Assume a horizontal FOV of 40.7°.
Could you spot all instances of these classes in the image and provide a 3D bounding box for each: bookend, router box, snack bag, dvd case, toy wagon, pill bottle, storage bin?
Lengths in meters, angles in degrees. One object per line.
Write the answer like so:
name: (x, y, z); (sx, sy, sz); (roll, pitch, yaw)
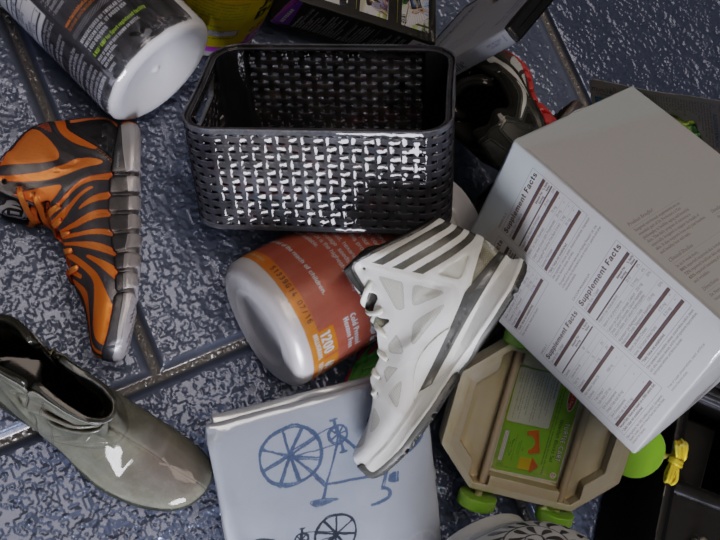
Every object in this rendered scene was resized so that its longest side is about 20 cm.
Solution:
bookend: (0.324, 0.224, 0.867); (0.198, 0.092, 0.200); (23, 71, -13)
router box: (-0.003, -0.307, 0.889); (0.149, 0.051, 0.201); (10, 73, -29)
snack bag: (-0.019, 0.187, 0.764); (0.188, 0.021, 0.201); (-13, 103, -23)
dvd case: (0.111, -0.216, 0.842); (0.018, 0.200, 0.143); (45, 66, -15)
toy wagon: (0.168, 0.135, 0.801); (0.200, 0.040, 0.156); (14, 101, -6)
pill bottle: (-0.106, -0.258, 0.774); (0.104, 0.200, 0.105); (5, 76, -18)
storage bin: (-0.026, -0.106, 0.763); (0.199, 0.094, 0.135); (2, 39, 5)
pill bottle: (-0.224, -0.223, 0.767); (0.200, 0.106, 0.106); (45, 66, 6)
pill bottle: (0.000, 0.000, 0.796); (0.200, 0.112, 0.112); (-30, 88, -23)

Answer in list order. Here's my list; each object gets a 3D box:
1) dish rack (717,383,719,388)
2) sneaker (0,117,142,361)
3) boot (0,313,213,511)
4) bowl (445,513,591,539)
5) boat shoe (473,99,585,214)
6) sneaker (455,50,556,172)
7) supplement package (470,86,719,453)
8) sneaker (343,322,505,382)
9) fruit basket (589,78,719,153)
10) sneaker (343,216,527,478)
dish rack: (0.384, 0.052, 0.917); (0.200, 0.055, 0.154); (6, 35, -26)
sneaker: (-0.227, -0.025, 0.749); (0.112, 0.078, 0.200); (1, 66, -15)
boot: (-0.188, 0.110, 0.691); (0.200, 0.131, 0.068); (34, 69, -9)
bowl: (0.111, 0.254, 0.757); (0.200, 0.201, 0.094); (-12, 48, -22)
boat shoe: (0.167, -0.074, 0.896); (0.072, 0.076, 0.200); (45, 68, -7)
sneaker: (0.109, -0.154, 0.848); (0.098, 0.071, 0.201); (29, 29, -34)
supplement package: (0.206, -0.006, 0.735); (0.152, 0.151, 0.200); (-27, 61, -36)
sneaker: (0.075, 0.069, 0.826); (0.200, 0.077, 0.084); (-28, 96, -16)
fruit basket: (0.292, -0.073, 0.837); (0.094, 0.200, 0.186); (-41, 127, -30)
sneaker: (0.025, 0.049, 0.725); (0.115, 0.076, 0.201); (33, 101, 6)
